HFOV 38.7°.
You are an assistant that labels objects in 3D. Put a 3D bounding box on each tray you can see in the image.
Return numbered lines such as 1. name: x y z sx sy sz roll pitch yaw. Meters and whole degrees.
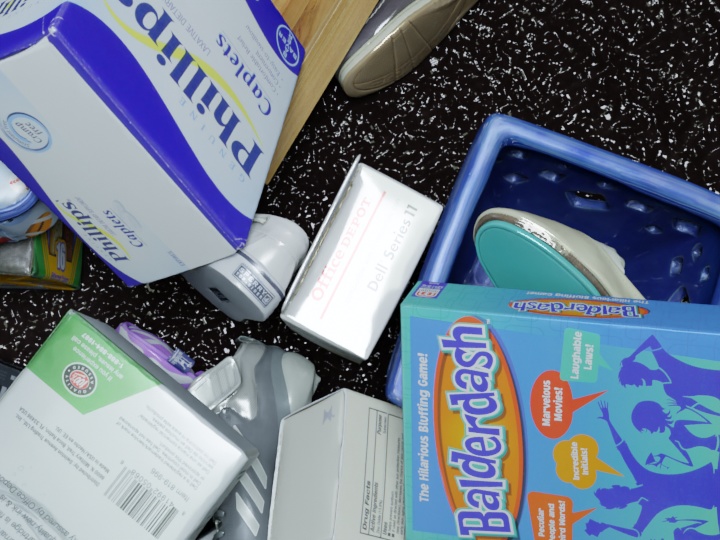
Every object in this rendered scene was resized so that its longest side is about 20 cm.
1. tray: -0.058 -0.172 0.793 0.098 0.037 0.201 26 82 43

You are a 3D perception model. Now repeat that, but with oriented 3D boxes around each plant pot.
1. plant pot: 0.131 0.029 0.726 0.198 0.180 0.202 21 84 -2

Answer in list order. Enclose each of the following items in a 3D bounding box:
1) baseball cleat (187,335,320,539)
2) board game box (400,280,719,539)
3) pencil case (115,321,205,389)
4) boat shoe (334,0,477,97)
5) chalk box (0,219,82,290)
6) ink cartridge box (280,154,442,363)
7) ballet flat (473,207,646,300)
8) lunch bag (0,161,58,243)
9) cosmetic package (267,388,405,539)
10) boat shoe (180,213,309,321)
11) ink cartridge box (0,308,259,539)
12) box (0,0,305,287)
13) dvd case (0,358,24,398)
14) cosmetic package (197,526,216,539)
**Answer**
1. baseball cleat: -0.094 0.144 0.722 0.105 0.070 0.202 21 59 -10
2. board game box: 0.122 0.091 0.576 0.197 0.045 0.154 4 110 19
3. pencil case: -0.197 0.134 0.766 0.085 0.084 0.201 40 85 -31
4. boat shoe: 0.047 -0.222 0.812 0.200 0.072 0.065 -45 72 0
5. chalk box: -0.277 -0.092 0.764 0.123 0.124 0.203 2 83 0
6. ink cartridge box: 0.000 0.000 0.719 0.067 0.200 0.118 27 85 2
7. ballet flat: 0.149 0.029 0.612 0.069 0.069 0.200 -43 91 -5
8. lunch bag: -0.295 -0.093 0.666 0.197 0.076 0.163 -6 81 -1
9. cosmetic package: 0.043 0.163 0.705 0.198 0.087 0.105 23 58 -28
10. boat shoe: -0.087 -0.011 0.727 0.072 0.200 0.066 45 77 -12
11. ink cartridge box: -0.181 0.151 0.644 0.146 0.083 0.201 38 84 5
12. box: -0.138 -0.129 0.656 0.104 0.184 0.202 -13 45 29
13. dvd case: -0.293 0.162 0.741 0.149 0.025 0.203 10 83 42
14. cosmetic package: -0.009 0.247 0.770 0.150 0.052 0.201 -32 85 -6
